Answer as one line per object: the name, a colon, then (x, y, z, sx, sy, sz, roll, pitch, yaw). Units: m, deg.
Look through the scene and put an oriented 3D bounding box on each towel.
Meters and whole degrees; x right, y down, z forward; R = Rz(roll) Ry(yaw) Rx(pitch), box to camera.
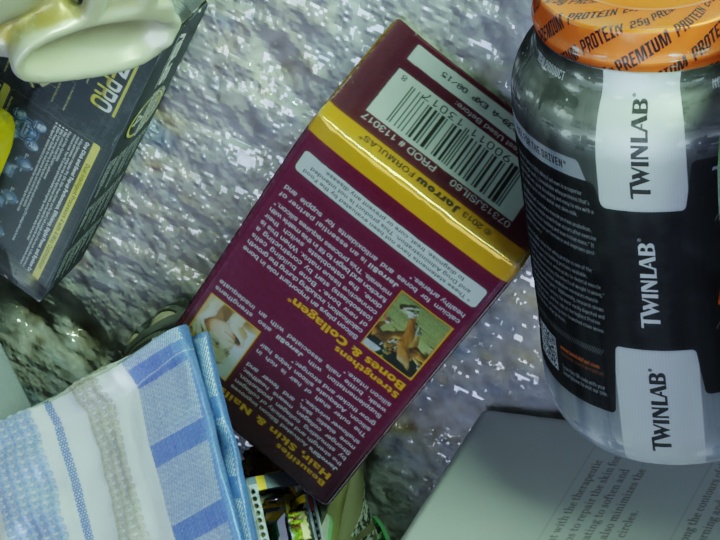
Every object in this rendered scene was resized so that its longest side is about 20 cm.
towel: (-0.133, 0.125, 1.077, 0.199, 0.024, 0.148, -26, 69, 31)

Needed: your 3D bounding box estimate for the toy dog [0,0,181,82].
toy dog: (-0.171, -0.184, 0.951, 0.201, 0.193, 0.140, 60, 156, 24)

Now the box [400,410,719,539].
box: (0.108, 0.207, 1.069, 0.170, 0.199, 0.201, 6, 128, 28)

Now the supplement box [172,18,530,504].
supplement box: (0.000, 0.000, 1.050, 0.110, 0.086, 0.200, 38, 135, 1)

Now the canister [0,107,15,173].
canister: (-0.276, -0.066, 1.085, 0.199, 0.086, 0.149, 34, 115, 11)

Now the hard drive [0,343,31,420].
hard drive: (-0.203, 0.073, 1.206, 0.201, 0.042, 0.135, 67, 164, -9)

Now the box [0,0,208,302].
box: (-0.179, -0.100, 1.107, 0.161, 0.049, 0.200, 36, 135, 4)

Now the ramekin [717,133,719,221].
ramekin: (0.212, -0.031, 0.825, 0.097, 0.200, 0.201, -1, 124, 40)

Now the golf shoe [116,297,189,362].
golf shoe: (-0.133, 0.097, 1.205, 0.077, 0.095, 0.200, 35, 137, 1)

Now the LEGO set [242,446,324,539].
LEGO set: (-0.076, 0.188, 1.124, 0.154, 0.115, 0.202, 141, 120, -69)

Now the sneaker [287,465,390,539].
sneaker: (0.009, 0.165, 1.206, 0.088, 0.077, 0.201, -6, 120, -9)

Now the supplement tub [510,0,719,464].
supplement tub: (0.125, -0.033, 0.923, 0.122, 0.123, 0.201, 9, 129, 25)
